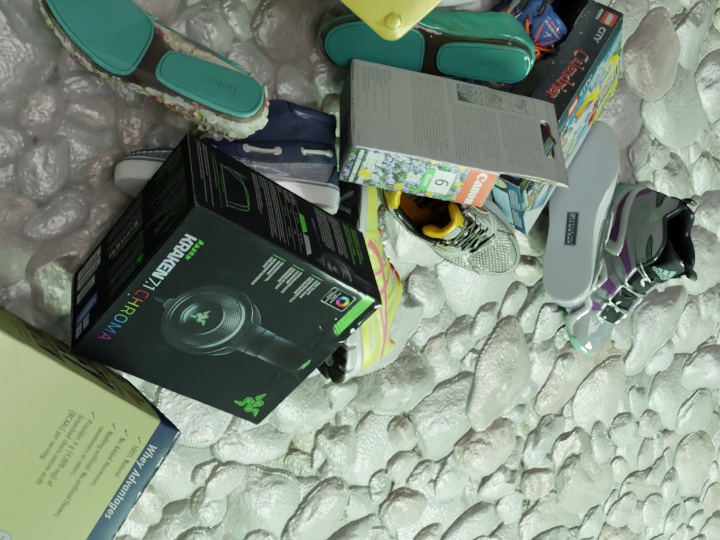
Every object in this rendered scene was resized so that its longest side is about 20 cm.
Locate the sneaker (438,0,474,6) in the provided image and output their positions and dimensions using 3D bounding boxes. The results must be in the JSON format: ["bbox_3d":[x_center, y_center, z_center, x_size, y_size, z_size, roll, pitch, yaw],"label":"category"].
[{"bbox_3d":[0.131,-0.285,0.910,0.199,0.081,0.077,-30,71,-18],"label":"sneaker"}]

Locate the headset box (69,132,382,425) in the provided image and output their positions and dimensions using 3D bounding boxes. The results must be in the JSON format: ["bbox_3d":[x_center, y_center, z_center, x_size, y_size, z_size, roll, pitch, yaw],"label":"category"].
[{"bbox_3d":[-0.105,0.018,0.800,0.199,0.093,0.174,29,119,-34],"label":"headset box"}]

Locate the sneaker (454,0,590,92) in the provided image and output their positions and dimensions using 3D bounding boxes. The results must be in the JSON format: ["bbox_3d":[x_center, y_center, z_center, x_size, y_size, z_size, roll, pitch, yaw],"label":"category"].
[{"bbox_3d":[0.160,-0.233,0.960,0.075,0.078,0.201,42,78,-31],"label":"sneaker"}]

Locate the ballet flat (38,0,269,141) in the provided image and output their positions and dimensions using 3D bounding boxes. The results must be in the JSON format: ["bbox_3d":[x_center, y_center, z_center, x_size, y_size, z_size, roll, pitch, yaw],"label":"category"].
[{"bbox_3d":[-0.164,-0.159,0.772,0.199,0.064,0.076,32,67,-6],"label":"ballet flat"}]

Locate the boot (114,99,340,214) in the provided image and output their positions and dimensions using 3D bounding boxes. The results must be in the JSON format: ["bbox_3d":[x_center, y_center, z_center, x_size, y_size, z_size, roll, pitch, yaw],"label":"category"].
[{"bbox_3d":[-0.110,-0.101,0.838,0.198,0.073,0.092,6,77,-29],"label":"boot"}]

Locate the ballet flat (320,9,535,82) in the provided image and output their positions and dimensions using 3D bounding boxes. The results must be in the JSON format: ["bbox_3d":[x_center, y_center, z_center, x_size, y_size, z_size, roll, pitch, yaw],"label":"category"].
[{"bbox_3d":[0.061,-0.212,0.904,0.197,0.071,0.068,5,134,-5],"label":"ballet flat"}]

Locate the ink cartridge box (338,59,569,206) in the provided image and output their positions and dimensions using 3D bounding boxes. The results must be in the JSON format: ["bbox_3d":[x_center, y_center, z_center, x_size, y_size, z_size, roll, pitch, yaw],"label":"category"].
[{"bbox_3d":[0.081,-0.117,0.879,0.197,0.051,0.110,10,52,-13],"label":"ink cartridge box"}]

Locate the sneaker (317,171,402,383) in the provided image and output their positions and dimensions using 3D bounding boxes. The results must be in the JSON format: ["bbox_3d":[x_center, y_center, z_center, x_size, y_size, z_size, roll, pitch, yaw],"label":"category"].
[{"bbox_3d":[0.000,0.000,0.925,0.090,0.078,0.203,-11,113,-38],"label":"sneaker"}]

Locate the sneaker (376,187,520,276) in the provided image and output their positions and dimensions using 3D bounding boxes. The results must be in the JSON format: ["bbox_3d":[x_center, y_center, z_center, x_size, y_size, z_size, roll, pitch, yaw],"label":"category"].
[{"bbox_3d":[0.082,-0.044,0.945,0.199,0.082,0.078,31,111,-31],"label":"sneaker"}]

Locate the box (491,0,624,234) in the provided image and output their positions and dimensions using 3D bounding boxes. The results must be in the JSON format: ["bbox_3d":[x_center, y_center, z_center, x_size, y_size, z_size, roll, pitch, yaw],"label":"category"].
[{"bbox_3d":[0.197,-0.149,0.985,0.201,0.037,0.137,-58,160,-8],"label":"box"}]

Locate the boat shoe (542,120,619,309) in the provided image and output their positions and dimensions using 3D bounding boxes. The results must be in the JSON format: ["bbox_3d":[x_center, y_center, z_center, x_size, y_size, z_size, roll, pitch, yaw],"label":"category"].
[{"bbox_3d":[0.241,-0.058,1.064,0.068,0.071,0.203,26,71,-67],"label":"boat shoe"}]

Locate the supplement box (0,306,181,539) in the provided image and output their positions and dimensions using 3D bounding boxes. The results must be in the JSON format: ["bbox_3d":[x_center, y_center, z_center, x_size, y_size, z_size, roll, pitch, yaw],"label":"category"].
[{"bbox_3d":[-0.284,0.141,0.735,0.199,0.134,0.201,38,81,-32],"label":"supplement box"}]

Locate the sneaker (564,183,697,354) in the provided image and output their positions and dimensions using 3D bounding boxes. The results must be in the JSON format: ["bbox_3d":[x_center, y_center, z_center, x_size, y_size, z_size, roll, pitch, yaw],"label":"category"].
[{"bbox_3d":[0.306,0.007,1.071,0.077,0.139,0.203,16,92,-34],"label":"sneaker"}]

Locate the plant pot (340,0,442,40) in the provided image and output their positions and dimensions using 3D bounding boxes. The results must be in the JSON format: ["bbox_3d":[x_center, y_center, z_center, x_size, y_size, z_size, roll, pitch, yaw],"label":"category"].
[{"bbox_3d":[0.020,-0.301,0.745,0.199,0.178,0.199,-37,128,27],"label":"plant pot"}]
